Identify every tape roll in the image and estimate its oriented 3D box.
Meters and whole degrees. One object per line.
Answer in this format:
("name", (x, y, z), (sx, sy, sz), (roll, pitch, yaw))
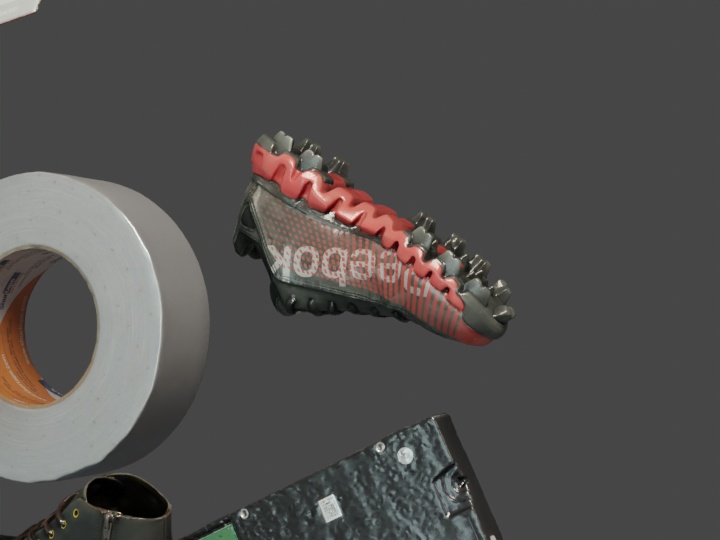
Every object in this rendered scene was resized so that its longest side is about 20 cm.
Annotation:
("tape roll", (-0.202, 0.038, 0.947), (0.198, 0.066, 0.203), (-1, 87, 22))

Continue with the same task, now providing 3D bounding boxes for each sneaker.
("sneaker", (-0.201, 0.176, 0.923), (0.197, 0.075, 0.108), (7, 112, 17))
("sneaker", (0.000, 0.000, 0.863), (0.199, 0.071, 0.099), (33, 100, 22))

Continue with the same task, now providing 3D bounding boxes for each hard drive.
("hard drive", (-0.006, 0.192, 0.877), (0.199, 0.038, 0.141), (-29, 78, 18))

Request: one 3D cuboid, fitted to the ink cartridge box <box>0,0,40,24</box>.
("ink cartridge box", (-0.266, -0.192, 0.945), (0.198, 0.044, 0.175), (-12, 50, 21))
